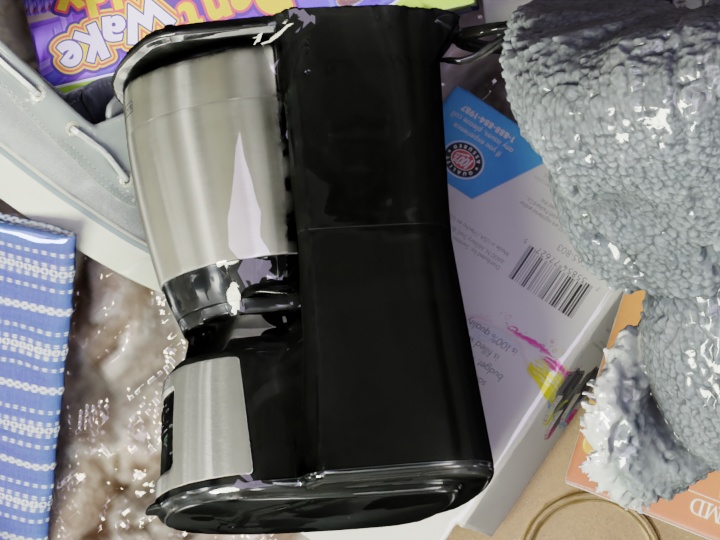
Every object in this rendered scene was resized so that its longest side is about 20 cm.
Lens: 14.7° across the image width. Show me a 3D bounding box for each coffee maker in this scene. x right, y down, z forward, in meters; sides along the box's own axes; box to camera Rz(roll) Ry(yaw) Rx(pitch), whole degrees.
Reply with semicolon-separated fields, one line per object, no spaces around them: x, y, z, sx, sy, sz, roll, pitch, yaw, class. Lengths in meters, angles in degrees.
0.000;0.000;1.144;0.192;0.135;0.201;-11;77;12;coffee maker

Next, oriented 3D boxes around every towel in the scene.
-0.204;0.053;1.241;0.144;0.024;0.200;12;125;2;towel

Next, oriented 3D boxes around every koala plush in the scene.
0.143;-0.008;1.060;0.177;0.184;0.201;-8;102;15;koala plush

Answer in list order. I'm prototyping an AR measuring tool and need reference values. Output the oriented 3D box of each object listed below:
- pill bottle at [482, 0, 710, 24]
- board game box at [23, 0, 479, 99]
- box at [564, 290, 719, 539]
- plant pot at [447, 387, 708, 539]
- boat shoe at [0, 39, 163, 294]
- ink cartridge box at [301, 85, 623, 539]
0.148;-0.160;1.211;0.199;0.120;0.120;-7;92;4;pill bottle
-0.057;-0.162;1.261;0.199;0.045;0.135;-13;91;4;board game box
0.187;0.017;1.176;0.124;0.097;0.200;19;95;33;box
0.105;0.131;1.271;0.199;0.027;0.201;0;91;3;plant pot
-0.121;-0.053;1.221;0.201;0.070;0.072;35;94;-32;boat shoe
0.038;0.036;1.233;0.115;0.068;0.200;34;90;18;ink cartridge box
